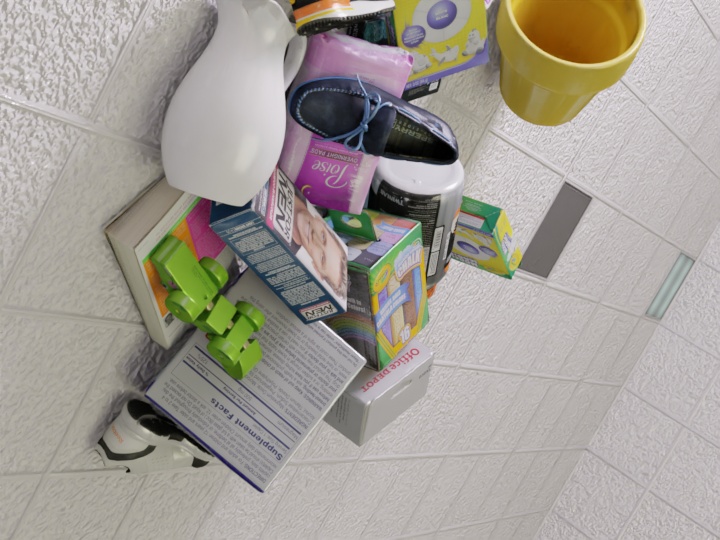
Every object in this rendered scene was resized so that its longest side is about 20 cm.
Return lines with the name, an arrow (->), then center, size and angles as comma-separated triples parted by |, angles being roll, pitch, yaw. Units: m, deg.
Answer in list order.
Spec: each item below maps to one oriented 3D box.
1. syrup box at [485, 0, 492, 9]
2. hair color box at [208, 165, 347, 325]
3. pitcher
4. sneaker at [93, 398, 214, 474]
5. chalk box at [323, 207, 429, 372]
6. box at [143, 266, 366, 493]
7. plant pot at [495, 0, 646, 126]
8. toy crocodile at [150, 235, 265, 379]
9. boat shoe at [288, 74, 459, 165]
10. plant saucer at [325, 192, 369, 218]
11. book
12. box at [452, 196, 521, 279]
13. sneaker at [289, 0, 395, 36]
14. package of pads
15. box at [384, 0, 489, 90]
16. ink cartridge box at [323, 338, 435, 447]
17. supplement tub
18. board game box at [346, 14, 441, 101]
syrup box -> 0.160, -0.428, 1.445 | 0.201, 0.079, 0.081 | -59, 154, 3
hair color box -> -0.086, -0.037, 1.330 | 0.200, 0.060, 0.101 | 50, 31, -43
pitcher -> -0.118, -0.171, 1.223 | 0.171, 0.121, 0.201 | 6, 102, -66
sneaker -> -0.253, 0.213, 1.467 | 0.080, 0.074, 0.200 | -44, 149, 6
chalk box -> 0.000, 0.000, 1.496 | 0.124, 0.124, 0.201 | -41, 137, -42
box -> -0.128, 0.128, 1.423 | 0.200, 0.184, 0.105 | -51, -173, -12
plant pot -> 0.276, -0.307, 1.670 | 0.201, 0.201, 0.189 | -43, 166, -25
toy crocodile -> -0.165, 0.043, 1.294 | 0.068, 0.061, 0.200 | -57, 132, -26
boat shoe -> 0.022, -0.163, 1.297 | 0.199, 0.069, 0.085 | 7, 114, -20
plant saucer -> 0.014, -0.097, 1.615 | 0.200, 0.027, 0.201 | -41, 149, -31
book -> -0.199, -0.017, 1.321 | 0.134, 0.048, 0.201 | -48, 153, -26
box -> 0.176, -0.050, 1.819 | 0.049, 0.117, 0.200 | -64, 155, -12
sneaker -> -0.021, -0.303, 1.250 | 0.200, 0.070, 0.091 | -39, 113, -64
package of pads -> -0.029, -0.172, 1.362 | 0.120, 0.076, 0.201 | 12, 113, -20
box -> 0.084, -0.314, 1.370 | 0.117, 0.048, 0.201 | -20, 135, -7
ink cartridge box -> -0.024, 0.120, 1.588 | 0.145, 0.199, 0.084 | -33, 144, -39
supplement tub -> 0.066, -0.059, 1.578 | 0.122, 0.122, 0.201 | -34, 146, -38
board game box -> 0.046, -0.268, 1.481 | 0.199, 0.028, 0.136 | -25, 139, -46
